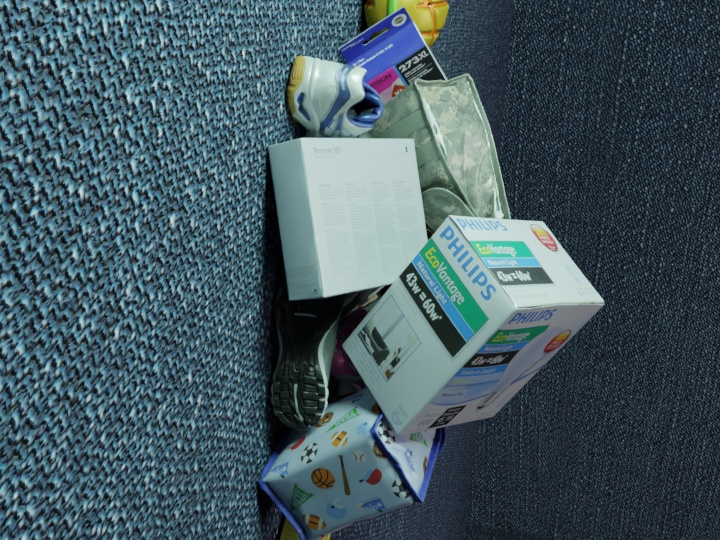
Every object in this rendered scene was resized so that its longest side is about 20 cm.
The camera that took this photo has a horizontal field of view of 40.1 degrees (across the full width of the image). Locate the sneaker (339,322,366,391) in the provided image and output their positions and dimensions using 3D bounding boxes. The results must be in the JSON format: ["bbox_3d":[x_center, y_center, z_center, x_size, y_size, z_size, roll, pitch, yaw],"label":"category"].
[{"bbox_3d":[0.030,0.138,1.323,0.203,0.087,0.081,65,30,-13],"label":"sneaker"}]

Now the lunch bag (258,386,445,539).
[{"bbox_3d":[0.002,0.197,1.129,0.125,0.168,0.201,58,24,-16],"label":"lunch bag"}]

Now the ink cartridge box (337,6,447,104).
[{"bbox_3d":[0.051,-0.240,1.222,0.038,0.094,0.200,65,11,28],"label":"ink cartridge box"}]

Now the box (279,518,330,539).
[{"bbox_3d":[-0.052,0.269,1.241,0.076,0.049,0.203,82,21,-55],"label":"box"}]

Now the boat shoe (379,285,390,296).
[{"bbox_3d":[0.069,-0.017,1.368,0.071,0.070,0.201,53,28,-19],"label":"boat shoe"}]

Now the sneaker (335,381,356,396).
[{"bbox_3d":[0.009,0.175,1.430,0.200,0.074,0.091,8,79,-76],"label":"sneaker"}]

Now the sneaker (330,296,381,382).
[{"bbox_3d":[0.006,0.089,1.215,0.082,0.088,0.199,58,32,1],"label":"sneaker"}]

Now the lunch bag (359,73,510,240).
[{"bbox_3d":[0.079,-0.100,1.157,0.116,0.163,0.204,-16,83,-40],"label":"lunch bag"}]

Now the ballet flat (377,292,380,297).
[{"bbox_3d":[0.028,0.053,1.473,0.072,0.070,0.204,-47,141,-68],"label":"ballet flat"}]

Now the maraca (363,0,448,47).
[{"bbox_3d":[0.062,-0.360,1.239,0.137,0.105,0.204,42,56,-74],"label":"maraca"}]

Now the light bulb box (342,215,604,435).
[{"bbox_3d":[0.122,0.057,1.061,0.196,0.126,0.201,-1,138,-50],"label":"light bulb box"}]

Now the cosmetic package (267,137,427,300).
[{"bbox_3d":[-0.005,-0.058,1.018,0.198,0.051,0.154,-9,93,-53],"label":"cosmetic package"}]

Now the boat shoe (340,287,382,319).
[{"bbox_3d":[0.000,0.000,1.219,0.200,0.072,0.063,-41,162,-44],"label":"boat shoe"}]

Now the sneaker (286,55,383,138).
[{"bbox_3d":[-0.017,-0.160,1.060,0.200,0.086,0.077,52,46,-74],"label":"sneaker"}]

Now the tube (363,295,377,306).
[{"bbox_3d":[0.018,0.077,1.403,0.058,0.051,0.202,50,-11,52],"label":"tube"}]

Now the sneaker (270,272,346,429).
[{"bbox_3d":[-0.058,0.065,1.074,0.079,0.072,0.204,-78,178,-79],"label":"sneaker"}]
